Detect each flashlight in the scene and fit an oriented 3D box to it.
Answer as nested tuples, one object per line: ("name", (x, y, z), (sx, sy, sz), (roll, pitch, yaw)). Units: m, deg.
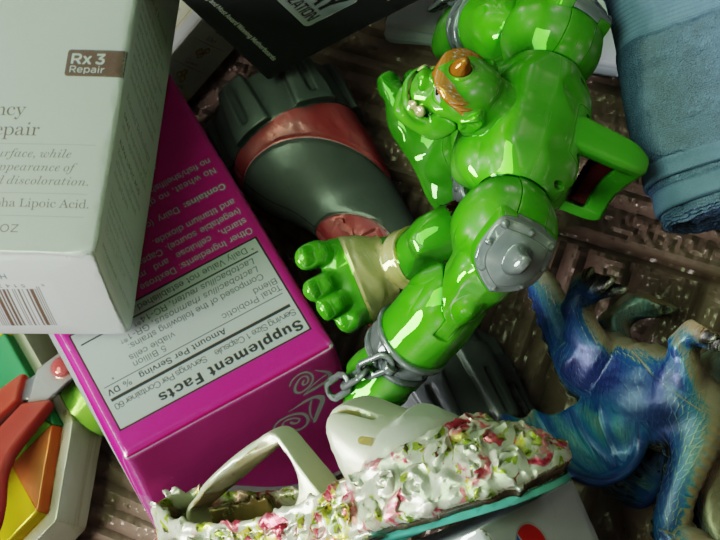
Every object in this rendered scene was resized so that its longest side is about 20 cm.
("flashlight", (0.000, 0.000, 1.238), (0.068, 0.068, 0.200), (-38, 57, 19))

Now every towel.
("towel", (0.149, -0.121, 1.162), (0.111, 0.049, 0.201), (-15, 77, 21))

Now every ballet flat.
("ballet flat", (-0.010, 0.086, 1.130), (0.200, 0.076, 0.064), (-25, 87, 32))

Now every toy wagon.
("toy wagon", (-0.198, 0.067, 1.377), (0.155, 0.040, 0.200), (-45, 56, 16))

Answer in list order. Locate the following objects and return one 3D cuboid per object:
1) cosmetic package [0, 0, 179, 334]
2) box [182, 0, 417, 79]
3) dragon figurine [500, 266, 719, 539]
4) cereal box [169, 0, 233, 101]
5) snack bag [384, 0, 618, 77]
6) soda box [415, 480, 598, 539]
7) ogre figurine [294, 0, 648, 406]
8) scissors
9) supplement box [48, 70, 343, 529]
("cosmetic package", (-0.136, -0.074, 1.215), (0.101, 0.074, 0.201), (0, 60, 8))
("box", (-0.025, -0.172, 1.165), (0.157, 0.200, 0.050), (-25, 56, 18))
("dragon figurine", (0.098, 0.057, 1.157), (0.200, 0.059, 0.100), (30, 94, 36))
("cereal box", (-0.105, -0.149, 1.373), (0.200, 0.039, 0.144), (-46, 55, 15))
("snack bag", (0.100, -0.178, 1.248), (0.188, 0.021, 0.201), (14, 85, 37))
("soda box", (0.007, 0.149, 1.160), (0.200, 0.068, 0.064), (-25, 88, 39))
("ogre figurine", (0.048, -0.043, 1.164), (0.120, 0.098, 0.200), (-32, 16, 51))
("scissors", (-0.148, 0.048, 1.315), (0.073, 0.014, 0.200), (30, 74, 28))
("supplement box", (-0.089, 0.008, 1.259), (0.103, 0.101, 0.200), (-27, 59, -6))
